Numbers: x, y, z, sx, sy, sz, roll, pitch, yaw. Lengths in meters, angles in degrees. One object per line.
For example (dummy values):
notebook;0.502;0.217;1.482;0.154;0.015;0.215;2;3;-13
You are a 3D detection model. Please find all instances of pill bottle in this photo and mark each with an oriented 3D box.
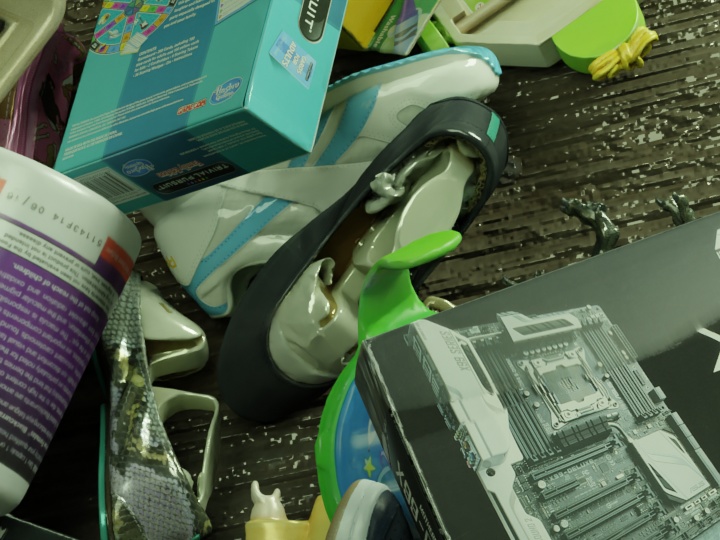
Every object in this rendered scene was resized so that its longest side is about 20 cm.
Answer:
pill bottle;-0.193;0.049;1.167;0.111;0.111;0.201;16;74;29

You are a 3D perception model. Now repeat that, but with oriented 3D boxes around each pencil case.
pencil case;-0.196;-0.041;1.310;0.086;0.083;0.201;-8;59;19

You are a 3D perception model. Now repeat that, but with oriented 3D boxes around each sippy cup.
sippy cup;0.066;0.078;1.068;0.140;0.177;0.130;-64;17;-19

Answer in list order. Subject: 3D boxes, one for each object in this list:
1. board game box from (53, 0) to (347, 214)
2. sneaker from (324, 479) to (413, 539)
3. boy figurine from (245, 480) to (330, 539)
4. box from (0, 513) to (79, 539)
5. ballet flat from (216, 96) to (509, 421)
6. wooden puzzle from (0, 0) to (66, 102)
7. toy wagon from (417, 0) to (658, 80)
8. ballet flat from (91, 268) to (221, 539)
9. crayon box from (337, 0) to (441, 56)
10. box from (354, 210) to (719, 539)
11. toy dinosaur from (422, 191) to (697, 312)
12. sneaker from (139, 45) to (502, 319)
board game box;-0.068;-0.137;1.216;0.150;0.047;0.201;-15;53;45
sneaker;0.043;0.181;1.042;0.108;0.201;0.070;6;29;20
boy figurine;-0.003;0.136;1.143;0.124;0.065;0.201;19;69;16
box;-0.159;0.225;1.124;0.141;0.079;0.201;11;66;51
ballet flat;0.000;0.000;1.186;0.200;0.073;0.073;-49;55;9
wooden puzzle;-0.266;-0.096;1.310;0.184;0.037;0.201;24;78;44
toy wagon;0.092;-0.164;1.285;0.155;0.040;0.200;-35;56;2
ballet flat;-0.106;0.061;1.229;0.072;0.072;0.201;-20;53;11
crayon box;-0.018;-0.184;1.287;0.199;0.052;0.126;14;68;53
box;0.117;0.071;0.968;0.199;0.050;0.159;-19;70;-12
toy dinosaur;0.126;0.009;1.173;0.199;0.047;0.089;3;79;23
sneaker;-0.011;-0.049;1.243;0.199;0.076;0.081;-29;88;12
